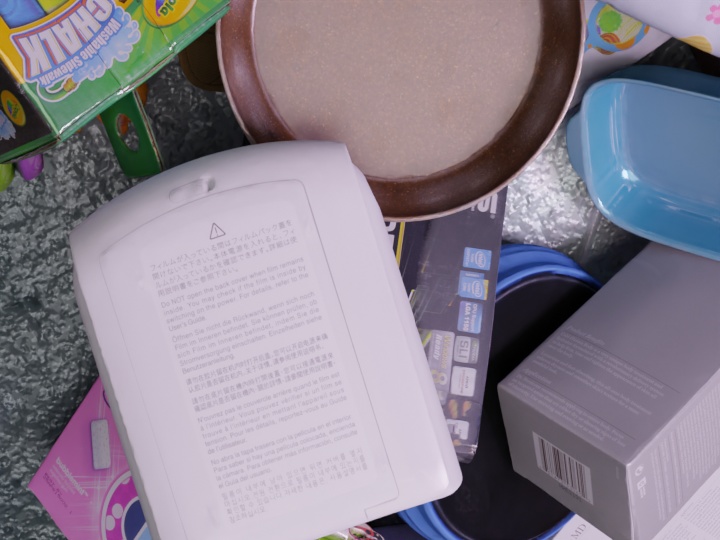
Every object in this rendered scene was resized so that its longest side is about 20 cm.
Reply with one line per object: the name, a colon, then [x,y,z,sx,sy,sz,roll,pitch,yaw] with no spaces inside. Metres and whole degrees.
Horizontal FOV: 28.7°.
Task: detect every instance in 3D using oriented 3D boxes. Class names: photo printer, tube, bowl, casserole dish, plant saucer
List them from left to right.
photo printer: [-0.053,0.040,0.724,0.164,0.069,0.203,-18,92,-2]
plant saucer: [0.021,-0.129,0.757,0.197,0.035,0.204,0,100,-2]
tube: [0.023,-0.147,0.791,0.076,0.050,0.203,14,94,9]
bowl: [0.097,0.085,0.893,0.199,0.039,0.204,-12,110,-34]
casserole dish: [0.215,-0.061,0.818,0.198,0.039,0.122,19,140,30]

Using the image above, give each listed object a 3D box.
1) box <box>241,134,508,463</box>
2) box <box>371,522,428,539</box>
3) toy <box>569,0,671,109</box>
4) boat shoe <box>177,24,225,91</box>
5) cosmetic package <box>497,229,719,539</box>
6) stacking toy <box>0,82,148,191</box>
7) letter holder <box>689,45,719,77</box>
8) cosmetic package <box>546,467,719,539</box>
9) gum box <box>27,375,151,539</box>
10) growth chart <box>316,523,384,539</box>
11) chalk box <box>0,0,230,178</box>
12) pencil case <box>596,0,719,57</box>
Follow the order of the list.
box: [0.000,0.000,0.814,0.159,0.049,0.203,9,75,2]
box: [-0.004,0.261,0.937,0.197,0.150,0.105,-8,144,-5]
toy: [0.126,-0.170,0.829,0.199,0.047,0.115,-37,118,15]
boat shoe: [-0.069,-0.195,0.784,0.072,0.065,0.202,-1,133,-19]
cosmetic package: [0.188,0.058,0.855,0.199,0.106,0.091,-36,134,-24]
stacking toy: [-0.218,-0.082,0.804,0.197,0.110,0.118,-17,101,-13]
letter holder: [0.291,-0.078,0.839,0.100,0.143,0.201,-30,115,7]
cosmetic package: [0.220,0.162,0.986,0.150,0.052,0.201,31,107,-24]
gum box: [-0.112,0.151,0.874,0.114,0.200,0.066,-54,153,17]
growth chart: [-0.053,0.101,0.851,0.143,0.201,0.018,21,119,-25]
chalk box: [-0.159,-0.139,0.726,0.124,0.124,0.201,-42,108,-23]
pencil case: [0.176,-0.159,0.706,0.198,0.083,0.092,20,113,-9]
